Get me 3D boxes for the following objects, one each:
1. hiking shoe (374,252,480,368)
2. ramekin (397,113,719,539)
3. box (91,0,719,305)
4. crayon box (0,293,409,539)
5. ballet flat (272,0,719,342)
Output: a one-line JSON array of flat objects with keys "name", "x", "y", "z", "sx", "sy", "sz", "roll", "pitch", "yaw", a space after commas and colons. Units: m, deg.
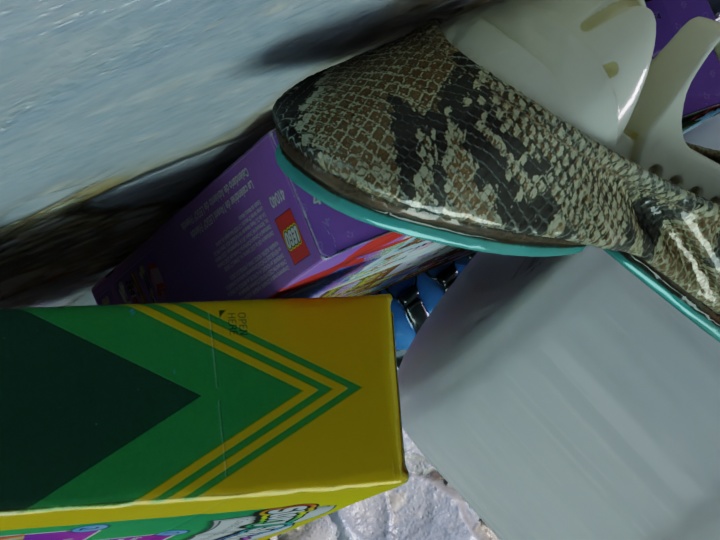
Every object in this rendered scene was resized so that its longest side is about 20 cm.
[{"name": "hiking shoe", "x": 0.000, "y": 0.000, "z": 0.902, "sx": 0.199, "sy": 0.074, "sz": 0.087, "roll": -13, "pitch": 143, "yaw": -49}, {"name": "ramekin", "x": 0.101, "y": 0.010, "z": 0.810, "sx": 0.200, "sy": 0.098, "sz": 0.201, "roll": -46, "pitch": -174, "yaw": 6}, {"name": "box", "x": 0.009, "y": -0.021, "z": 0.752, "sx": 0.136, "sy": 0.039, "sz": 0.200, "roll": -22, "pitch": 176, "yaw": -23}, {"name": "crayon box", "x": -0.104, "y": 0.057, "z": 0.732, "sx": 0.171, "sy": 0.059, "sz": 0.200, "roll": -3, "pitch": 168, "yaw": -24}, {"name": "ballet flat", "x": 0.062, "y": -0.032, "z": 0.620, "sx": 0.199, "sy": 0.068, "sz": 0.076, "roll": 19, "pitch": 110, "yaw": -45}]
